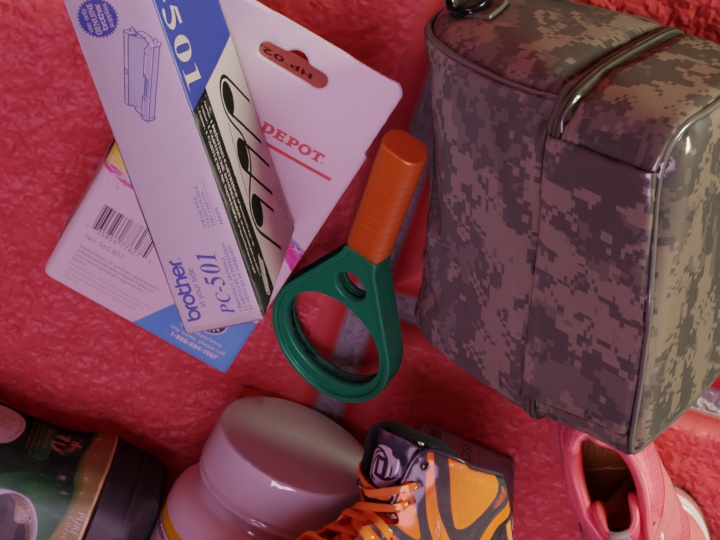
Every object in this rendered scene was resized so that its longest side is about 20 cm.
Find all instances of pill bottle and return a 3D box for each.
[{"bbox_3d":[-0.072,0.182,1.147,0.114,0.114,0.201,22,113,-7],"label":"pill bottle"}]

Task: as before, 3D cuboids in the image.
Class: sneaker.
[{"bbox_3d":[-0.009,0.139,1.048,0.199,0.077,0.113,-7,108,-28],"label":"sneaker"},{"bbox_3d":[0.148,0.142,1.120,0.073,0.087,0.201,-18,117,17],"label":"sneaker"}]

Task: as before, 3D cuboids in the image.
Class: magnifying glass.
[{"bbox_3d":[0.000,0.000,1.051,0.079,0.022,0.200,35,142,13],"label":"magnifying glass"}]

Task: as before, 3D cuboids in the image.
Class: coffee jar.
[{"bbox_3d":[-0.217,0.124,1.150,0.199,0.085,0.105,23,113,-7],"label":"coffee jar"}]

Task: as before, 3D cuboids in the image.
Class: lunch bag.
[{"bbox_3d":[0.105,-0.034,0.992,0.167,0.139,0.201,20,126,27],"label":"lunch bag"}]

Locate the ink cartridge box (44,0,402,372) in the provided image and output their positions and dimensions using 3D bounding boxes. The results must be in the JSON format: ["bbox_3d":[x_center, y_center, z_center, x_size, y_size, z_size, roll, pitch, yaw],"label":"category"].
[{"bbox_3d":[-0.069,-0.059,1.036,0.115,0.068,0.200,29,119,-10],"label":"ink cartridge box"}]

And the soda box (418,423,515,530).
[{"bbox_3d":[0.020,0.191,1.173,0.063,0.068,0.201,24,120,-9],"label":"soda box"}]

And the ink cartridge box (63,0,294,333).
[{"bbox_3d":[-0.086,-0.080,0.932,0.044,0.094,0.201,-11,116,14],"label":"ink cartridge box"}]
